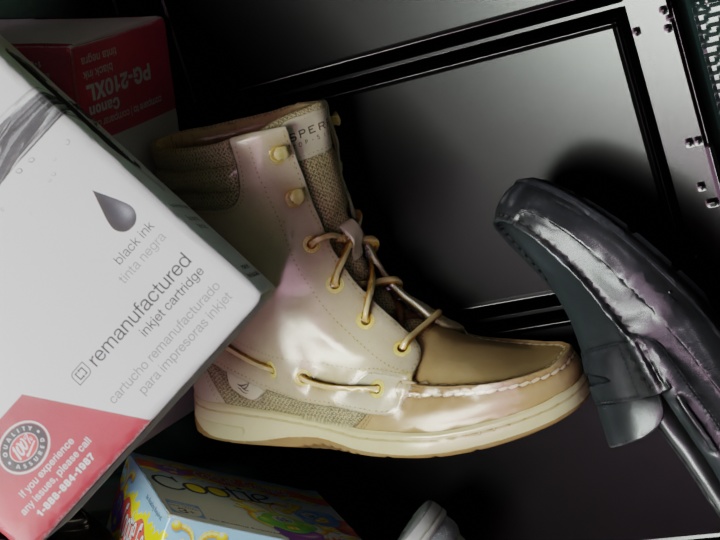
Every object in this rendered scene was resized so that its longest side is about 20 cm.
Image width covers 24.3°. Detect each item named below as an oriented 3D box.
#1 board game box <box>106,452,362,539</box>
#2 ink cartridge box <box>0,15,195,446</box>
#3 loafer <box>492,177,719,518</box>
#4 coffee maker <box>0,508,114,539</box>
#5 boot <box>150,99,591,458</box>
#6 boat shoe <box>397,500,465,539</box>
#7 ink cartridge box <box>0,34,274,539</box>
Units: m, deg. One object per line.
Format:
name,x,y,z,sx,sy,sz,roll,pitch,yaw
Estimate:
board game box,-0.081,0.203,0.793,0.105,0.103,0.200,15,95,-19
ink cartridge box,-0.164,-0.019,0.824,0.145,0.084,0.200,3,109,26
loafer,0.125,0.044,0.699,0.070,0.068,0.201,-44,87,-4
coffee maker,-0.199,0.190,0.772,0.192,0.135,0.200,27,96,6
boot,0.000,0.000,0.757,0.200,0.073,0.156,-1,106,31
boat shoe,0.025,0.200,0.816,0.065,0.074,0.202,20,120,13
ink cartridge box,-0.158,-0.006,0.701,0.200,0.084,0.144,42,91,0
